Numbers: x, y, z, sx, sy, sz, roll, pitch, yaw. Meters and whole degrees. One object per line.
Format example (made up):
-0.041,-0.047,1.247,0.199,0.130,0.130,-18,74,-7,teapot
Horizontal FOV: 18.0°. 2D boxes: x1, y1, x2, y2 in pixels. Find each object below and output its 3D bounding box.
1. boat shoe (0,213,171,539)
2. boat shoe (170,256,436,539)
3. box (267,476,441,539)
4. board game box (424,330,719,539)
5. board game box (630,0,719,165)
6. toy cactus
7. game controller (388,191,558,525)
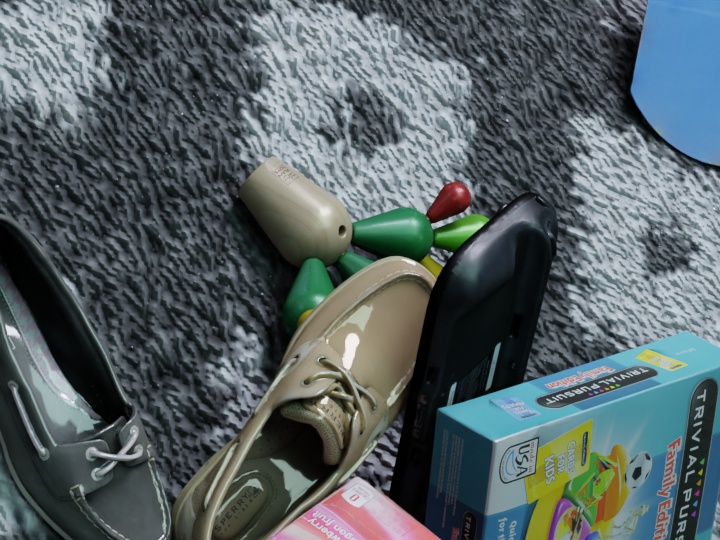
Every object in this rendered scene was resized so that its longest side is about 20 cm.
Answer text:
-0.153,0.062,1.148,0.067,0.057,0.200,-29,84,-42,boat shoe
-0.018,0.078,1.176,0.071,0.065,0.200,39,78,-11,boat shoe
0.031,0.211,1.122,0.200,0.095,0.103,36,43,23,box
0.121,0.130,1.255,0.200,0.047,0.151,-14,120,-40,board game box
0.256,-0.172,1.544,0.158,0.039,0.201,6,100,-21,board game box
0.000,0.000,1.280,0.165,0.102,0.200,43,58,5,toy cactus
0.059,0.052,1.226,0.042,0.200,0.104,36,46,29,game controller
